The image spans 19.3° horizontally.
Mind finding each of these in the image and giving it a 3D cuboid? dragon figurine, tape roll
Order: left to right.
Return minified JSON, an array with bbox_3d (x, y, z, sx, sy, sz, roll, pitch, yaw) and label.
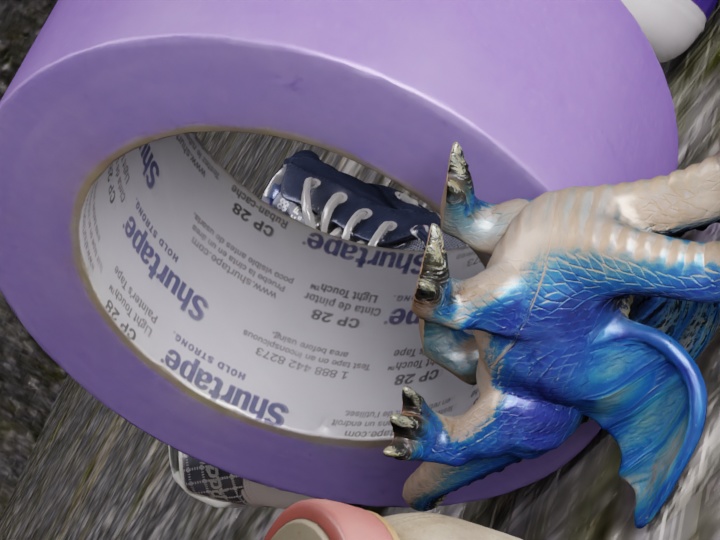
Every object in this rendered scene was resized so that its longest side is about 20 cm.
[{"bbox_3d":[-0.009,-0.022,0.640,0.200,0.199,0.085,-52,14,49],"label":"tape roll"},{"bbox_3d":[0.062,0.025,0.548,0.200,0.099,0.059,99,-174,-46],"label":"dragon figurine"}]

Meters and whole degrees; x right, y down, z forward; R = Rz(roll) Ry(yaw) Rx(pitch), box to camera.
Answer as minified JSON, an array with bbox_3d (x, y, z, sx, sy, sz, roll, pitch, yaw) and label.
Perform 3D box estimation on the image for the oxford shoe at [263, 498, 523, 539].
[{"bbox_3d":[0.003,0.155,0.509,0.070,0.075,0.201,30,111,58],"label":"oxford shoe"}]

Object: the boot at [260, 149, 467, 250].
[{"bbox_3d":[0.000,0.000,0.877,0.073,0.090,0.200,-61,9,4],"label":"boot"}]

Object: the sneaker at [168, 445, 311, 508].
[{"bbox_3d":[-0.046,0.064,0.915,0.200,0.080,0.077,170,85,-82],"label":"sneaker"}]

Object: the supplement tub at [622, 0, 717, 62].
[{"bbox_3d":[0.094,-0.189,0.730,0.201,0.145,0.145,-62,9,4],"label":"supplement tub"}]
